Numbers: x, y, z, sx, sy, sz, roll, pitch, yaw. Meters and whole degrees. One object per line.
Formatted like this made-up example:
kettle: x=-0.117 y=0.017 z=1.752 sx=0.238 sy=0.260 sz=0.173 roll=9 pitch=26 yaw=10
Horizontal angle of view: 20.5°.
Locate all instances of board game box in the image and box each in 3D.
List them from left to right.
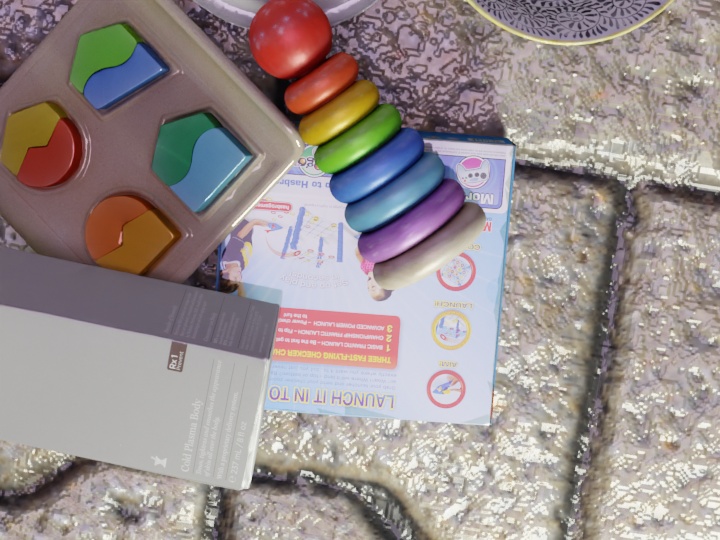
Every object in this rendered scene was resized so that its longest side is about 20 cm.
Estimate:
board game box: x=0.000 y=0.000 z=1.375 sx=0.199 sy=0.056 sz=0.197 roll=5 pitch=99 yaw=-1

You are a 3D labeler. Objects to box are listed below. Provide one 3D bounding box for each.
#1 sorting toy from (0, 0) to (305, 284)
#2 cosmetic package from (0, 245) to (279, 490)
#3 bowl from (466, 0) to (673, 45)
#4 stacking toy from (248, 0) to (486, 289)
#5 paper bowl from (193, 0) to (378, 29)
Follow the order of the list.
sorting toy: x=-0.163 y=-0.080 z=1.337 sx=0.185 sy=0.036 sz=0.200 roll=46 pitch=107 yaw=6
cosmetic package: x=-0.160 y=0.063 z=1.308 sx=0.199 sy=0.090 sz=0.107 roll=9 pitch=116 yaw=-2
bowl: x=0.128 y=-0.252 z=1.312 sx=0.200 sy=0.094 sz=0.202 roll=-2 pitch=99 yaw=-10
stacking toy: x=-0.004 y=-0.090 z=1.285 sx=0.085 sy=0.085 sz=0.200 roll=-33 pitch=100 yaw=4
paper bowl: x=-0.050 y=-0.257 z=1.313 sx=0.200 sy=0.104 sz=0.201 roll=0 pitch=99 yaw=1
